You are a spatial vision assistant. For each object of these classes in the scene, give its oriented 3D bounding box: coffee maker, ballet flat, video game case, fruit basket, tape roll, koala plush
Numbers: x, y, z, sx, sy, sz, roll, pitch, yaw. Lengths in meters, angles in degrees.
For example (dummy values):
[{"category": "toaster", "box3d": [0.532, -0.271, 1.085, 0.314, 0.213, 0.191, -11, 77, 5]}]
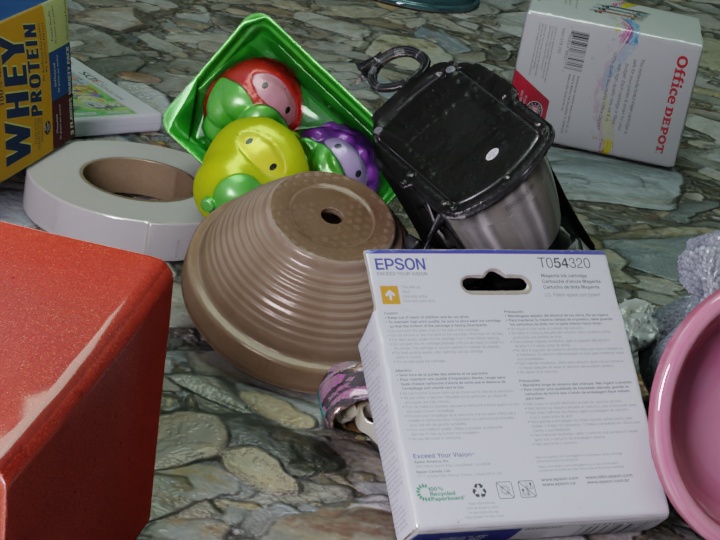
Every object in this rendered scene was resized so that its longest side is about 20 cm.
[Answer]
[{"category": "coffee maker", "box3d": [0.100, -0.058, 1.485, 0.134, 0.200, 0.193, -22, 48, 8]}, {"category": "ballet flat", "box3d": [0.067, 0.112, 1.345, 0.199, 0.069, 0.071, 10, 39, -5]}, {"category": "video game case", "box3d": [-0.329, -0.174, 1.910, 0.199, 0.022, 0.182, -8, 28, -39]}, {"category": "fruit basket", "box3d": [-0.069, -0.102, 1.632, 0.215, 0.156, 0.216, 42, 6, -5]}, {"category": "tape roll", "box3d": [-0.197, -0.064, 1.683, 0.201, 0.037, 0.203, 10, 21, -4]}, {"category": "koala plush", "box3d": [0.269, 0.071, 1.441, 0.176, 0.185, 0.200, 23, 0, -17]}]

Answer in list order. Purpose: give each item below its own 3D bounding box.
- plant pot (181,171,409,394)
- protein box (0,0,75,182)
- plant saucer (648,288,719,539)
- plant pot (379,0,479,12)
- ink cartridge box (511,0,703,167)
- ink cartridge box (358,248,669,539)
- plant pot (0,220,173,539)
[{"category": "plant pot", "box3d": [-0.032, -0.009, 1.462, 0.199, 0.093, 0.202, 9, 45, -9]}, {"category": "protein box", "box3d": [-0.380, -0.160, 1.654, 0.197, 0.136, 0.200, 4, 20, 16]}, {"category": "plant saucer", "box3d": [0.286, 0.099, 1.314, 0.199, 0.202, 0.051, 4, 3, -16]}, {"category": "plant pot", "box3d": [0.085, -0.478, 2.620, 0.199, 0.197, 0.200, 9, 23, -4]}, {"category": "ink cartridge box", "box3d": [0.274, -0.221, 2.143, 0.199, 0.146, 0.145, 13, 22, 4]}, {"category": "ink cartridge box", "box3d": [0.100, 0.084, 1.303, 0.195, 0.043, 0.201, 1, 63, -24]}, {"category": "plant pot", "box3d": [-0.232, 0.100, 1.077, 0.199, 0.201, 0.177, 13, 33, 6]}]
